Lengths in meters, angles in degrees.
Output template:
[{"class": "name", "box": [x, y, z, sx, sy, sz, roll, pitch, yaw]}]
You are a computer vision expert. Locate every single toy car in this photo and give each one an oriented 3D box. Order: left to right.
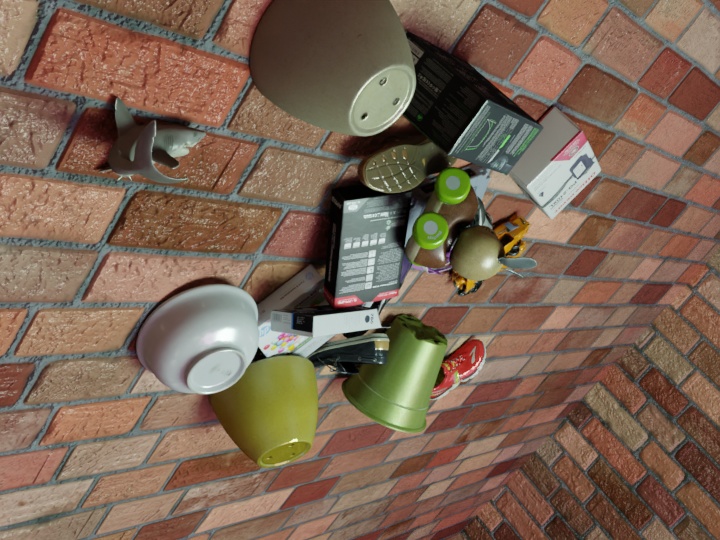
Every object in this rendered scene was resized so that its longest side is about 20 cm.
[{"class": "toy car", "box": [0.186, -0.050, 1.386, 0.159, 0.199, 0.164, -62, 177, -10]}]

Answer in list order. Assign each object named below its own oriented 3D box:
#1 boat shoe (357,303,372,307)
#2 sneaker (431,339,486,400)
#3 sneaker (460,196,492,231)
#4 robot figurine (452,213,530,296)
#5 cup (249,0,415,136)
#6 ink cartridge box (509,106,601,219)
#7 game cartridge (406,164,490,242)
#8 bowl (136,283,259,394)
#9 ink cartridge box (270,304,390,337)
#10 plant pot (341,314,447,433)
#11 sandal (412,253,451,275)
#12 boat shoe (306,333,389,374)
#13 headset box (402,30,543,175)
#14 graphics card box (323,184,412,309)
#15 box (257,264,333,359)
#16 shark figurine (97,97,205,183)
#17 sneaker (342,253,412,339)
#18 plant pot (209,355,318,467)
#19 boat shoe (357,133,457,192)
[{"class": "boat shoe", "box": [0.000, 0.000, 1.498, 0.068, 0.072, 0.201, -9, 135, -48]}, {"class": "sneaker", "box": [0.226, 0.242, 2.123, 0.200, 0.077, 0.085, -43, 147, 2]}, {"class": "sneaker", "box": [0.203, -0.088, 1.572, 0.079, 0.074, 0.200, -45, 160, -14]}, {"class": "robot figurine", "box": [0.266, -0.029, 1.807, 0.199, 0.058, 0.145, -33, 151, -17]}, {"class": "cup", "box": [-0.013, -0.248, 1.058, 0.200, 0.143, 0.201, -31, 150, -20]}, {"class": "ink cartridge box", "box": [0.370, -0.202, 1.666, 0.145, 0.084, 0.200, -45, 152, 8]}, {"class": "game cartridge", "box": [0.141, -0.114, 1.556, 0.199, 0.042, 0.134, -23, 151, -32]}, {"class": "bowl", "box": [-0.234, 0.124, 1.321, 0.200, 0.091, 0.202, -19, 140, -17]}, {"class": "ink cartridge box", "box": [-0.046, 0.081, 1.443, 0.199, 0.099, 0.040, -1, 94, -51]}, {"class": "plant pot", "box": [0.087, 0.201, 1.802, 0.199, 0.200, 0.191, 5, 115, -54]}, {"class": "sandal", "box": [0.143, -0.019, 1.579, 0.082, 0.050, 0.202, 19, 160, -24]}, {"class": "boat shoe", "box": [-0.031, 0.165, 1.622, 0.199, 0.063, 0.074, -16, 165, 33]}, {"class": "headset box", "box": [0.145, -0.235, 1.243, 0.199, 0.174, 0.093, 5, 128, -55]}, {"class": "graphics card box", "box": [0.009, -0.041, 1.397, 0.125, 0.051, 0.201, -10, 125, -24]}, {"class": "box", "box": [-0.113, 0.091, 1.517, 0.156, 0.041, 0.200, -37, 151, -8]}, {"class": "shark figurine", "box": [-0.250, -0.145, 0.952, 0.127, 0.215, 0.090, -10, 107, 1]}, {"class": "sneaker", "box": [0.035, 0.048, 1.613, 0.087, 0.076, 0.201, -8, 138, -55]}, {"class": "plant pot", "box": [-0.155, 0.264, 1.546, 0.199, 0.143, 0.201, -17, 150, -10]}, {"class": "boat shoe", "box": [0.066, -0.169, 1.338, 0.199, 0.067, 0.073, -25, 116, -38]}]
